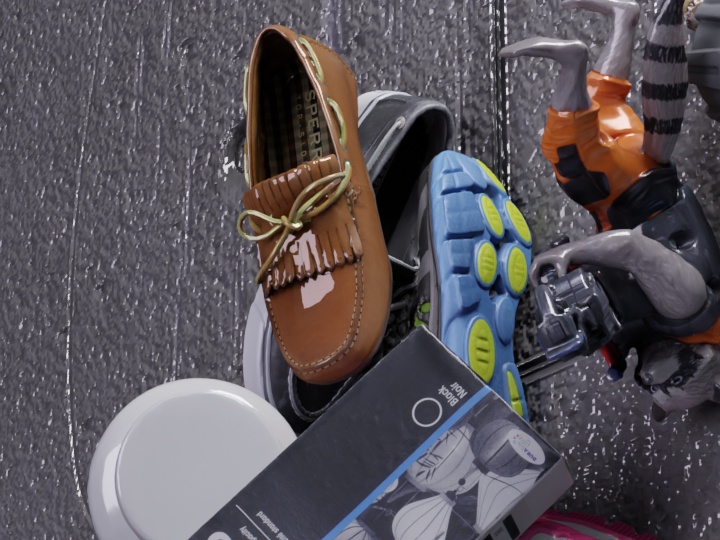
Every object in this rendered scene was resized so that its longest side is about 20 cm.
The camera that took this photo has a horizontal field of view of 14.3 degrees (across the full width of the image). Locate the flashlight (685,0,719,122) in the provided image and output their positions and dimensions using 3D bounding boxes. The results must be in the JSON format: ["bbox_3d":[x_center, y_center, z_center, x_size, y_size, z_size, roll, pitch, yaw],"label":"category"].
[{"bbox_3d":[0.234,-0.091,1.265,0.200,0.068,0.068,11,78,50],"label":"flashlight"}]

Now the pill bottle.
[{"bbox_3d":[-0.083,0.114,1.452,0.200,0.111,0.111,115,166,-79],"label":"pill bottle"}]

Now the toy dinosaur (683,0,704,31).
[{"bbox_3d":[0.194,-0.211,1.386,0.088,0.047,0.200,29,98,40],"label":"toy dinosaur"}]

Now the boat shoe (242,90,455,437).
[{"bbox_3d":[0.000,0.000,1.536,0.068,0.072,0.200,12,77,56],"label":"boat shoe"}]

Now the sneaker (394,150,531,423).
[{"bbox_3d":[0.041,0.032,1.458,0.083,0.071,0.200,-18,63,42],"label":"sneaker"}]

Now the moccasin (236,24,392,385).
[{"bbox_3d":[-0.027,-0.036,1.475,0.074,0.078,0.202,-14,61,25],"label":"moccasin"}]

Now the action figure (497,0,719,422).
[{"bbox_3d":[0.123,-0.022,1.300,0.104,0.194,0.200,-16,11,10],"label":"action figure"}]

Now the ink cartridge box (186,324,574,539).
[{"bbox_3d":[-0.009,0.126,1.290,0.200,0.039,0.099,-44,64,-7],"label":"ink cartridge box"}]

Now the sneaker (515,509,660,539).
[{"bbox_3d":[0.049,0.140,1.348,0.200,0.081,0.088,25,104,30],"label":"sneaker"}]
